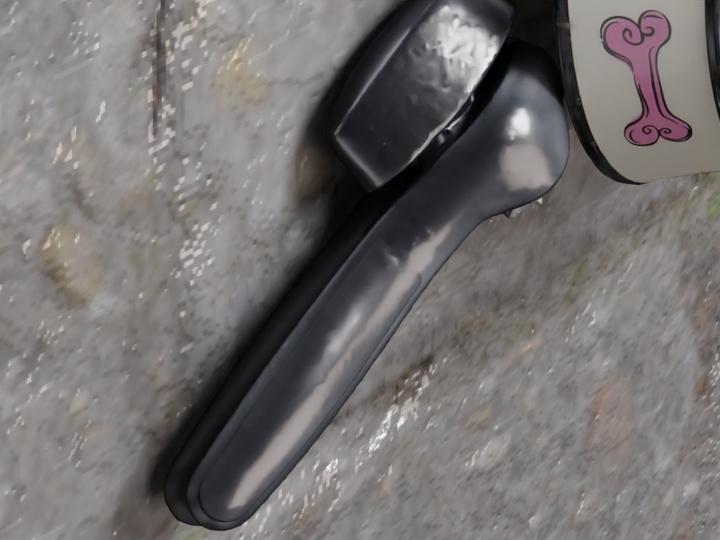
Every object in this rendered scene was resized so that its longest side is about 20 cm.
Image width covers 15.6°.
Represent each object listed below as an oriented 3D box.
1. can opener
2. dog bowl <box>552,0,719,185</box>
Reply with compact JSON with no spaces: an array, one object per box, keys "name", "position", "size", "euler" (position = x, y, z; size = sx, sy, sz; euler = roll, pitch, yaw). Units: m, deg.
[{"name":"can opener","position":[0.000,0.000,0.853],"size":[0.200,0.079,0.063],"euler":[-57,-175,-6]},{"name":"dog bowl","position":[0.135,-0.124,0.885],"size":[0.200,0.074,0.200],"euler":[-34,128,-58]}]
